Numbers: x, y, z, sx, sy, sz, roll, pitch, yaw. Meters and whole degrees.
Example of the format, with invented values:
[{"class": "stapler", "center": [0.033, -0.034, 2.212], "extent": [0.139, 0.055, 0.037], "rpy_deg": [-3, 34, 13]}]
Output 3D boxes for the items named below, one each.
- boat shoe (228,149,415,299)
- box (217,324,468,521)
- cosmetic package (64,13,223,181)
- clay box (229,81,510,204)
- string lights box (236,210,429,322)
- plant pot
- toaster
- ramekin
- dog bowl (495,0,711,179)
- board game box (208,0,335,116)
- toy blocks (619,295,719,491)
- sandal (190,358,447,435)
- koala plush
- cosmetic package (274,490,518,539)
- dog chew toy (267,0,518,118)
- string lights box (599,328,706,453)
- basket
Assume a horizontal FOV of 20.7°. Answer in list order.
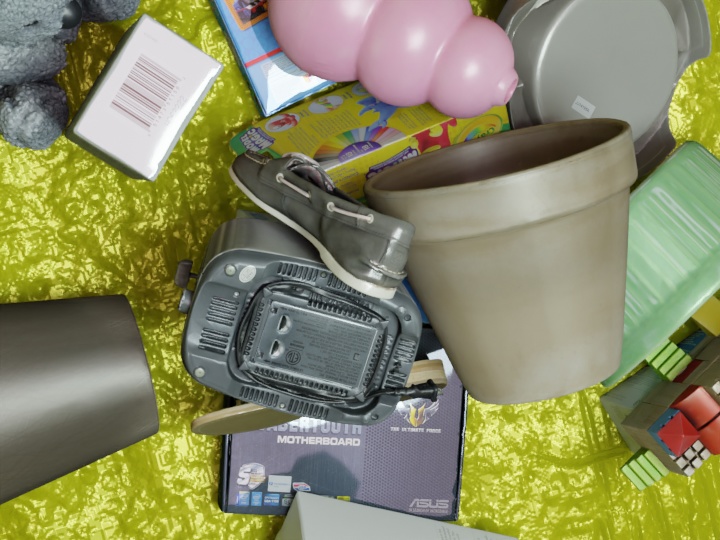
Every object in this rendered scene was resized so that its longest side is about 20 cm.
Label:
[{"class": "boat shoe", "center": [-0.024, -0.049, 1.402], "extent": [0.067, 0.200, 0.057], "rpy_deg": [16, 108, -42]}, {"class": "box", "center": [-0.014, 0.120, 1.604], "extent": [0.198, 0.051, 0.159], "rpy_deg": [4, 92, -11]}, {"class": "cosmetic package", "center": [-0.167, -0.127, 1.484], "extent": [0.071, 0.200, 0.102], "rpy_deg": [32, 88, -11]}, {"class": "clay box", "center": [0.006, -0.104, 1.552], "extent": [0.199, 0.115, 0.048], "rpy_deg": [-24, 123, -12]}, {"class": "string lights box", "center": [0.000, 0.000, 1.565], "extent": [0.198, 0.103, 0.060], "rpy_deg": [9, 96, -11]}, {"class": "plant pot", "center": [0.115, -0.002, 1.438], "extent": [0.198, 0.200, 0.175], "rpy_deg": [-14, 101, -9]}, {"class": "toaster", "center": [-0.038, 0.034, 1.437], "extent": [0.198, 0.129, 0.115], "rpy_deg": [14, 107, -11]}, {"class": "ramekin", "center": [0.233, -0.011, 1.570], "extent": [0.200, 0.200, 0.098], "rpy_deg": [-44, 86, -5]}, {"class": "dog bowl", "center": [0.187, -0.166, 1.588], "extent": [0.198, 0.059, 0.202], "rpy_deg": [-11, 114, -26]}, {"class": "board game box", "center": [-0.053, -0.247, 1.581], "extent": [0.150, 0.037, 0.201], "rpy_deg": [-26, 99, -8]}, {"class": "toy blocks", "center": [0.285, 0.088, 1.511], "extent": [0.200, 0.137, 0.100], "rpy_deg": [-44, 95, -6]}, {"class": "sandal", "center": [-0.039, 0.076, 1.545], "extent": [0.210, 0.078, 0.070], "rpy_deg": [-9, 75, -16]}, {"class": "koala plush", "center": [-0.270, -0.210, 1.453], "extent": [0.183, 0.200, 0.178], "rpy_deg": [30, 83, -5]}, {"class": "cosmetic package", "center": [0.027, 0.259, 1.580], "extent": [0.198, 0.085, 0.108], "rpy_deg": [12, 118, -16]}, {"class": "dog chew toy", "center": [0.029, -0.182, 1.499], "extent": [0.199, 0.125, 0.125], "rpy_deg": [30, 88, 13]}, {"class": "string lights box", "center": [0.306, 0.078, 1.635], "extent": [0.199, 0.103, 0.059], "rpy_deg": [-33, 97, -7]}, {"class": "basket", "center": [-0.265, 0.095, 1.518], "extent": [0.198, 0.136, 0.182], "rpy_deg": [-15, 100, -13]}]
